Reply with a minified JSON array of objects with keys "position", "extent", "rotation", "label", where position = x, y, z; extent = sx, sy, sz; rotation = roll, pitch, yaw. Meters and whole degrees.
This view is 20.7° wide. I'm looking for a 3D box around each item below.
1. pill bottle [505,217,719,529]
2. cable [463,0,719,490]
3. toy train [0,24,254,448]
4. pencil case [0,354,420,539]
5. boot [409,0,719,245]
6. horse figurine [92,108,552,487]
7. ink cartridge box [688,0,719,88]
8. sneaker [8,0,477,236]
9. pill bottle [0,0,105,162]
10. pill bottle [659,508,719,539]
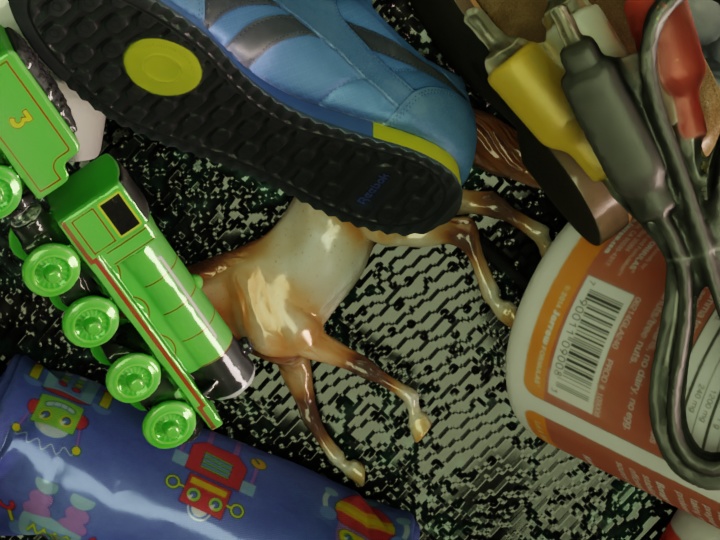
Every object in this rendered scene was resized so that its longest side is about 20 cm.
[{"position":[0.166,0.052,0.771],"extent":[0.200,0.112,0.113],"rotation":[26,101,31],"label":"pill bottle"},{"position":[0.117,-0.025,0.712],"extent":[0.097,0.050,0.201],"rotation":[-24,96,15],"label":"cable"},{"position":[-0.103,-0.009,0.759],"extent":[0.056,0.042,0.200],"rotation":[-34,125,-1],"label":"toy train"},{"position":[-0.074,0.108,0.842],"extent":[0.199,0.078,0.087],"rotation":[24,138,-5],"label":"pencil case"},{"position":[0.068,-0.107,0.789],"extent":[0.075,0.074,0.200],"rotation":[-33,70,-4],"label":"boot"},{"position":[0.000,0.000,0.837],"extent":[0.132,0.050,0.200],"rotation":[40,100,-9],"label":"horse figurine"},{"position":[0.179,-0.088,0.758],"extent":[0.043,0.200,0.198],"rotation":[-37,99,-33],"label":"ink cartridge box"},{"position":[-0.042,-0.086,0.759],"extent":[0.200,0.079,0.066],"rotation":[25,142,-24],"label":"sneaker"},{"position":[-0.138,-0.149,0.778],"extent":[0.114,0.114,0.201],"rotation":[9,99,-2],"label":"pill bottle"},{"position":[0.141,0.201,0.840],"extent":[0.112,0.112,0.200],"rotation":[29,99,-5],"label":"pill bottle"}]
